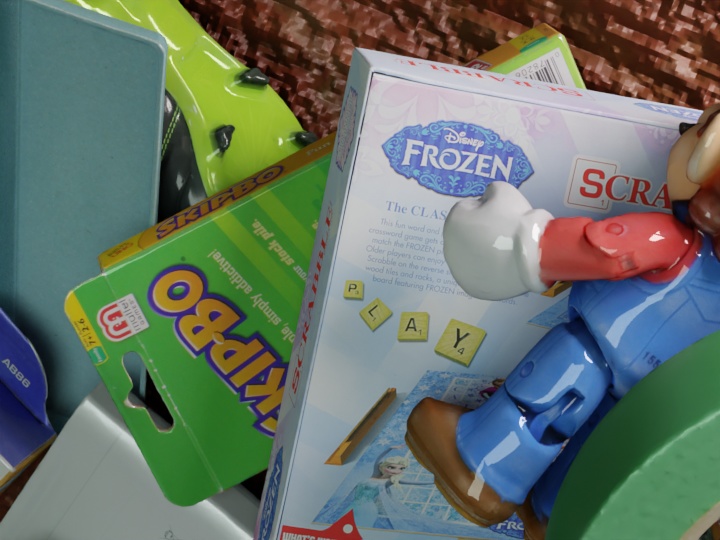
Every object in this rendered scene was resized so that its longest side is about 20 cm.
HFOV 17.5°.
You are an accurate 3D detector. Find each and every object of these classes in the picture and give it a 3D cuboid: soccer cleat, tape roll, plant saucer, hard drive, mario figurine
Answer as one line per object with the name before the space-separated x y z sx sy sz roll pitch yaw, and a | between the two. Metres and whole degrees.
soccer cleat | -0.079 -0.058 0.873 0.081 0.068 0.200 -27 103 46
tape roll | 0.156 0.107 0.730 0.199 0.048 0.202 1 116 2
plant saucer | -0.104 -0.012 0.859 0.070 0.019 0.201 19 130 15
hard drive | -0.052 0.148 0.903 0.200 0.027 0.132 40 127 3
mario figurine | 0.103 -0.002 0.770 0.106 0.123 0.200 46 105 23

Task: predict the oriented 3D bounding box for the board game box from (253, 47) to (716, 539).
board game box | 0.075 0.037 0.825 0.199 0.041 0.201 10 104 -12

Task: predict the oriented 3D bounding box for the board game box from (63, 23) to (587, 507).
board game box | 0.000 0.000 0.836 0.199 0.030 0.096 -28 110 -5

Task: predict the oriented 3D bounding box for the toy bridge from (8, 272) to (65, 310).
toy bridge | -0.162 -0.050 0.908 0.067 0.027 0.200 -42 91 19

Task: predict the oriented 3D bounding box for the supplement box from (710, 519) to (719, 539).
supplement box | 0.174 0.151 0.820 0.068 0.067 0.201 -17 109 -4

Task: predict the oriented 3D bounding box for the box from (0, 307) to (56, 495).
box | -0.208 0.072 0.918 0.119 0.041 0.200 46 121 2

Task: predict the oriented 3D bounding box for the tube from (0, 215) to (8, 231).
tube | -0.212 -0.052 0.828 0.058 0.052 0.200 -42 122 20
